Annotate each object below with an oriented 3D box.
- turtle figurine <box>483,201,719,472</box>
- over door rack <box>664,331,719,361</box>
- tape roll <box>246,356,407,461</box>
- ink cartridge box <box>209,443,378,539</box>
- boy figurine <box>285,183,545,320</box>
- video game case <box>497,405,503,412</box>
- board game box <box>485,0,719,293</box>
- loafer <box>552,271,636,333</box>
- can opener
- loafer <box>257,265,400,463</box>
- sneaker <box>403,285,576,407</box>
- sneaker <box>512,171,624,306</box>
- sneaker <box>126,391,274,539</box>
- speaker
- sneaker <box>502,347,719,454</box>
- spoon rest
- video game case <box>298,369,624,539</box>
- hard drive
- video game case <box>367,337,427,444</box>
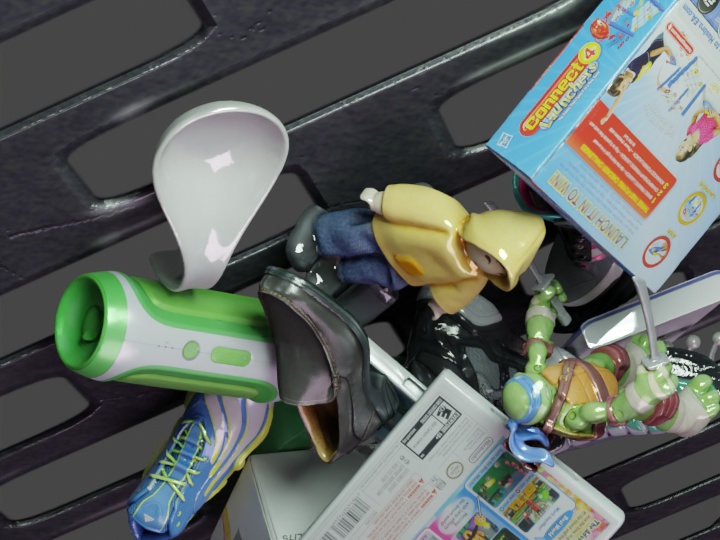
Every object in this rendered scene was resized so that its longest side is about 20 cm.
[{"bbox_3d":[0.195,0.057,1.547,0.144,0.201,0.194,-1,173,40],"label":"turtle figurine"},{"bbox_3d":[0.331,0.085,1.837,0.199,0.067,0.148,-16,175,30],"label":"over door rack"},{"bbox_3d":[-0.003,0.152,1.824,0.200,0.048,0.201,-15,147,-10],"label":"tape roll"},{"bbox_3d":[-0.040,0.269,1.796,0.146,0.146,0.200,-3,143,-25],"label":"ink cartridge box"},{"bbox_3d":[0.048,-0.011,1.503,0.199,0.065,0.125,1,132,35],"label":"boy figurine"},{"bbox_3d":[0.093,0.200,1.830,0.018,0.200,0.143,22,140,1],"label":"video game case"},{"bbox_3d":[0.214,-0.110,1.468,0.196,0.056,0.200,-50,138,2],"label":"board game box"},{"bbox_3d":[0.225,-0.011,1.688,0.070,0.068,0.201,1,145,-39],"label":"loafer"},{"bbox_3d":[0.000,0.000,1.615,0.067,0.053,0.200,42,120,-16],"label":"can opener"},{"bbox_3d":[-0.032,0.074,1.547,0.072,0.073,0.200,-52,137,-19],"label":"loafer"},{"bbox_3d":[0.111,0.103,1.691,0.200,0.114,0.075,34,160,-15],"label":"sneaker"},{"bbox_3d":[0.165,-0.045,1.588,0.120,0.084,0.200,-3,136,-33],"label":"sneaker"},{"bbox_3d":[-0.138,0.166,1.705,0.076,0.105,0.200,30,134,-3],"label":"sneaker"},{"bbox_3d":[-0.132,0.052,1.567,0.200,0.089,0.088,11,136,-39],"label":"speaker"},{"bbox_3d":[0.220,0.116,1.787,0.199,0.075,0.088,-13,171,7],"label":"sneaker"},{"bbox_3d":[-0.109,-0.048,1.460,0.099,0.061,0.200,-6,146,-21],"label":"spoon rest"},{"bbox_3d":[0.076,0.205,1.605,0.200,0.182,0.024,-51,-179,22],"label":"video game case"},{"bbox_3d":[0.234,0.053,1.753,0.132,0.025,0.200,-21,170,-9],"label":"hard drive"},{"bbox_3d":[0.053,0.136,1.661,0.017,0.200,0.143,-49,-179,-21],"label":"video game case"}]
